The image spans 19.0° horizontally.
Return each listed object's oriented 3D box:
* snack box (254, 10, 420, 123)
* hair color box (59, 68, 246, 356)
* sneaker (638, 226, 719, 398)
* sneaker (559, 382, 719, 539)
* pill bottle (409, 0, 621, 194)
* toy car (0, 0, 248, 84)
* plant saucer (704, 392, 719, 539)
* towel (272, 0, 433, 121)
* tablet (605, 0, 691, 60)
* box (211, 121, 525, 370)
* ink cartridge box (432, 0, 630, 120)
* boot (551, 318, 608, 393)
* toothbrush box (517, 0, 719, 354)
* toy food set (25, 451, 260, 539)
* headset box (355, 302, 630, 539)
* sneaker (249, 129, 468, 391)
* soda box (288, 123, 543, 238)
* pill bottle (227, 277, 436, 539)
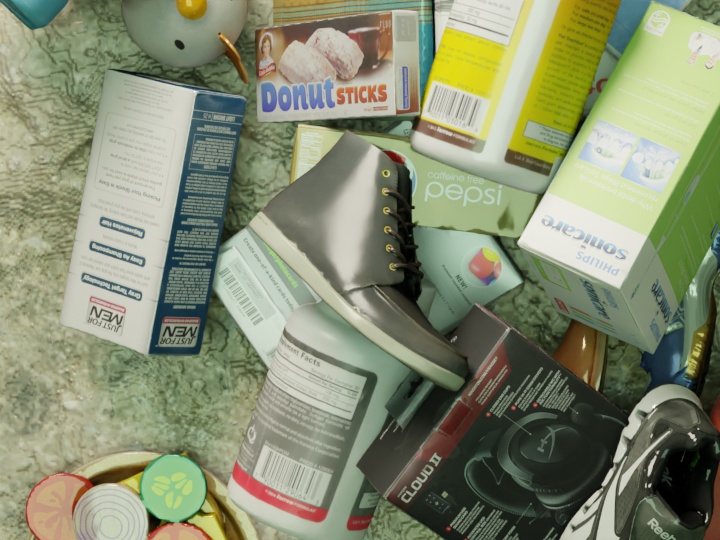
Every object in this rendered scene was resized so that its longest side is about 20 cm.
[{"bbox_3d":[-0.019,-0.144,1.541,0.024,0.200,0.072,-4,94,-30],"label":"snack box"},{"bbox_3d":[-0.157,-0.044,1.623,0.100,0.060,0.201,17,98,38],"label":"hair color box"},{"bbox_3d":[0.223,0.024,1.612,0.088,0.075,0.201,9,88,13],"label":"sneaker"},{"bbox_3d":[0.191,0.178,1.475,0.066,0.090,0.200,23,96,-20],"label":"sneaker"},{"bbox_3d":[0.113,-0.161,1.476,0.109,0.109,0.201,20,96,3],"label":"pill bottle"},{"bbox_3d":[-0.145,-0.214,1.580,0.200,0.177,0.184,43,86,-12],"label":"toy car"},{"bbox_3d":[0.299,0.135,1.569,0.037,0.200,0.200,30,99,38],"label":"plant saucer"},{"bbox_3d":[-0.006,-0.210,1.599,0.146,0.022,0.201,3,96,36],"label":"towel"},{"bbox_3d":[0.160,-0.256,1.529,0.200,0.014,0.130,40,93,-5],"label":"tablet"},{"bbox_3d":[0.000,0.000,1.641,0.200,0.041,0.156,-35,92,9],"label":"box"},{"bbox_3d":[0.124,-0.209,1.582,0.145,0.085,0.201,-2,97,1],"label":"ink cartridge box"},{"bbox_3d":[0.099,0.101,1.633,0.155,0.077,0.201,19,104,8],"label":"boot"},{"bbox_3d":[0.205,-0.063,1.512,0.086,0.146,0.200,24,79,23],"label":"toothbrush box"},{"bbox_3d":[-0.174,0.236,1.678,0.200,0.049,0.198,-26,92,8],"label":"toy food set"},{"bbox_3d":[0.107,0.132,1.527,0.200,0.077,0.149,35,91,-20],"label":"headset box"},{"bbox_3d":[0.020,-0.011,1.482,0.200,0.075,0.106,42,92,25],"label":"sneaker"},{"bbox_3d":[0.049,-0.064,1.575,0.199,0.068,0.064,8,95,2],"label":"soda box"},{"bbox_3d":[-0.015,0.091,1.576,0.110,0.111,0.201,21,98,3],"label":"pill bottle"}]
